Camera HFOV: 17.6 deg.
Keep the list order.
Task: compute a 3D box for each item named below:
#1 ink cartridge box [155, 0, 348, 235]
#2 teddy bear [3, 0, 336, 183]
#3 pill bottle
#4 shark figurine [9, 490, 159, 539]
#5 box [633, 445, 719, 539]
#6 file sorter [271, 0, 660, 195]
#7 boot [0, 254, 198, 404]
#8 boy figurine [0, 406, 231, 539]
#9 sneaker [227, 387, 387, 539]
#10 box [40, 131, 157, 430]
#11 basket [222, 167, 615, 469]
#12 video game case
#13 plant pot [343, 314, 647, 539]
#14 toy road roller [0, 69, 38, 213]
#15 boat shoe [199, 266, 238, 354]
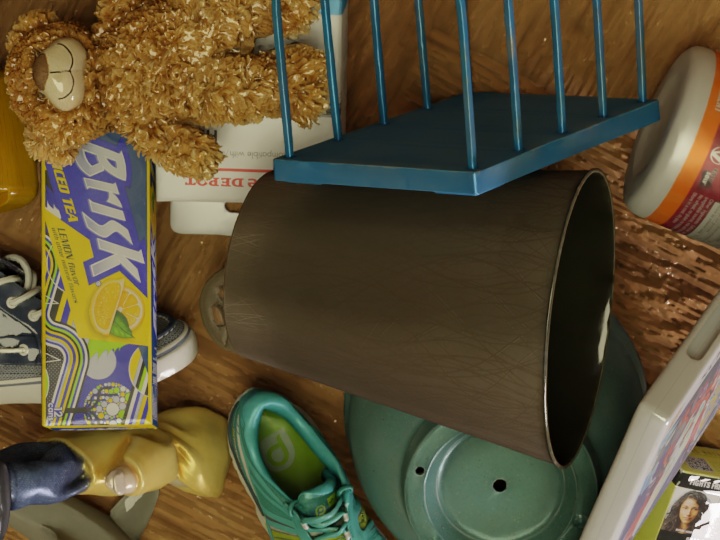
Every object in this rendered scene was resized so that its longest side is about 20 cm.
[{"bbox_3d":[-0.066,-0.106,1.422,0.115,0.067,0.201,1,110,1],"label":"ink cartridge box"},{"bbox_3d":[-0.112,-0.121,1.348,0.199,0.067,0.146,8,108,2],"label":"teddy bear"},{"bbox_3d":[0.268,-0.050,1.409,0.199,0.110,0.110,22,109,-6],"label":"pill bottle"},{"bbox_3d":[-0.214,0.176,1.517,0.213,0.090,0.129,21,107,-7],"label":"shark figurine"},{"bbox_3d":[0.196,0.211,1.525,0.075,0.050,0.201,12,110,-22],"label":"box"},{"bbox_3d":[0.059,-0.126,1.324,0.138,0.200,0.124,5,108,36],"label":"file sorter"},{"bbox_3d":[-0.207,0.031,1.471,0.199,0.073,0.091,-8,114,5],"label":"boot"},{"bbox_3d":[-0.168,0.125,1.472,0.124,0.199,0.065,4,97,46],"label":"boy figurine"},{"bbox_3d":[-0.025,0.163,1.471,0.077,0.080,0.201,-32,82,-12],"label":"sneaker"},{"bbox_3d":[-0.159,-0.004,1.420,0.070,0.064,0.201,-1,84,-4],"label":"box"},{"bbox_3d":[0.033,0.011,1.339,0.199,0.136,0.181,11,123,19],"label":"basket"},{"bbox_3d":[0.187,0.083,1.365,0.023,0.182,0.201,31,142,13],"label":"video game case"},{"bbox_3d":[0.087,0.113,1.459,0.199,0.134,0.202,0,110,1],"label":"plant pot"},{"bbox_3d":[-0.286,-0.067,1.410,0.199,0.145,0.124,-17,79,49],"label":"toy road roller"},{"bbox_3d":[0.000,0.001,1.455,0.199,0.068,0.072,-13,97,10],"label":"boat shoe"}]
